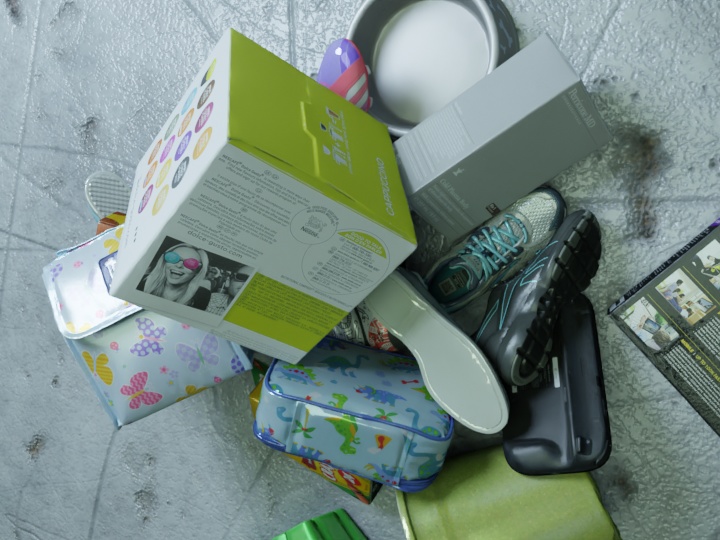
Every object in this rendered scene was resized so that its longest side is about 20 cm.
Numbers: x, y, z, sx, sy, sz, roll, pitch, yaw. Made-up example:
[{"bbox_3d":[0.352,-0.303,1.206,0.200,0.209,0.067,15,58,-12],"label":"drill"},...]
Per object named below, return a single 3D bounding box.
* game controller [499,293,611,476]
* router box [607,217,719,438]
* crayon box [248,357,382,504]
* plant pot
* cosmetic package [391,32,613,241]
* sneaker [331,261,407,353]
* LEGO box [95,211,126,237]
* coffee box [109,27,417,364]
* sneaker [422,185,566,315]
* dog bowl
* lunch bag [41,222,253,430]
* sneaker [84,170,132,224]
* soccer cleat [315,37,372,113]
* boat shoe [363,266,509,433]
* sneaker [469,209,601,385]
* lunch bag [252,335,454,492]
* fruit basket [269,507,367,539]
[{"bbox_3d":[0.194,0.110,0.725,0.104,0.042,0.200,-18,48,29],"label":"game controller"},{"bbox_3d":[0.370,0.069,0.698,0.149,0.051,0.200,-43,80,19],"label":"router box"},{"bbox_3d":[-0.060,0.192,0.850,0.200,0.051,0.127,27,149,18],"label":"crayon box"},{"bbox_3d":[0.162,0.259,0.745,0.184,0.200,0.201,-27,86,11],"label":"plant pot"},{"bbox_3d":[0.139,-0.130,0.722,0.200,0.107,0.090,-33,50,22],"label":"cosmetic package"},{"bbox_3d":[0.000,0.001,0.829,0.108,0.067,0.202,-15,85,31],"label":"sneaker"},{"bbox_3d":[-0.232,0.027,0.881,0.200,0.077,0.149,16,103,-5],"label":"LEGO box"},{"bbox_3d":[-0.092,-0.067,0.682,0.200,0.200,0.198,26,124,-30],"label":"coffee box"},{"bbox_3d":[0.138,-0.011,0.762,0.200,0.086,0.078,-44,81,21],"label":"sneaker"},{"bbox_3d":[0.070,-0.232,0.779,0.200,0.059,0.200,2,97,22],"label":"dog bowl"},{"bbox_3d":[-0.233,0.046,0.781,0.169,0.127,0.200,-24,100,-3],"label":"lunch bag"},{"bbox_3d":[-0.298,-0.043,0.953,0.074,0.082,0.200,-30,102,-17],"label":"sneaker"},{"bbox_3d":[-0.041,-0.156,0.780,0.067,0.076,0.200,44,141,25],"label":"soccer cleat"},{"bbox_3d":[0.085,0.073,0.717,0.200,0.062,0.073,49,119,15],"label":"boat shoe"},{"bbox_3d":[0.176,0.017,0.727,0.079,0.075,0.200,20,71,49],"label":"sneaker"},{"bbox_3d":[-0.001,0.139,0.743,0.200,0.161,0.083,15,113,1],"label":"lunch bag"},{"bbox_3d":[-0.067,0.422,0.858,0.215,0.155,0.216,-4,82,29],"label":"fruit basket"}]
